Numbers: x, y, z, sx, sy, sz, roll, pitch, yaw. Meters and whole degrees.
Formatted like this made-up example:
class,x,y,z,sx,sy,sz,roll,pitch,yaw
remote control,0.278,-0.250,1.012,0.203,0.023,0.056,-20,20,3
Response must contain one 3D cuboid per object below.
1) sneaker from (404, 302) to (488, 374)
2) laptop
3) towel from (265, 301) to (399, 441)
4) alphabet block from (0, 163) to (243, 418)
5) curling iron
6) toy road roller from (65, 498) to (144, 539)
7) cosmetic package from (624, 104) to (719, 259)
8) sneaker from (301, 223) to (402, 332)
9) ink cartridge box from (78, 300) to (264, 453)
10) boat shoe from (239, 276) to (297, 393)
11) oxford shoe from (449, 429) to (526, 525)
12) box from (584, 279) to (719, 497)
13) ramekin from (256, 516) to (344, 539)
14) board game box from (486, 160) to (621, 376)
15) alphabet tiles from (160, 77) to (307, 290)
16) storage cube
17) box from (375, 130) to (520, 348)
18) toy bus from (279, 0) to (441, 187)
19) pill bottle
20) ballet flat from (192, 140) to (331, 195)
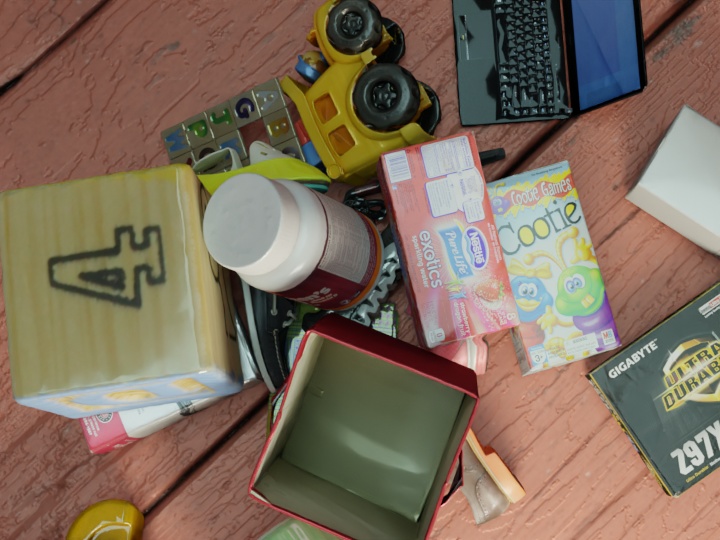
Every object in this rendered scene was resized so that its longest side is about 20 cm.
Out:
class,x,y,z,sx,sy,sz,roll,pitch,yaw
sneaker,0.087,0.017,1.363,0.085,0.074,0.203,-9,82,3
laptop,0.204,-0.264,1.380,0.197,0.103,0.180,-3,82,3
towel,-0.031,0.134,1.380,0.141,0.023,0.203,3,82,4
alphabet block,-0.232,0.027,1.235,0.193,0.195,0.203,-8,78,1
curling iron,0.071,-0.099,1.405,0.198,0.026,0.050,-23,109,-6
toy road roller,-0.302,0.318,1.324,0.197,0.123,0.148,5,69,2
cosmetic package,0.401,-0.076,1.353,0.199,0.085,0.108,35,85,8
sneaker,0.000,0.000,1.357,0.090,0.067,0.202,28,80,7
ink cartridge box,-0.221,0.092,1.363,0.198,0.084,0.146,-24,81,0
boat shoe,-0.097,0.029,1.341,0.059,0.074,0.203,-13,95,-3
oxford shoe,0.089,0.184,1.343,0.073,0.071,0.201,-40,83,1
box,0.369,0.122,1.347,0.199,0.049,0.161,-33,84,-2
ramekin,-0.068,0.321,1.272,0.199,0.200,0.098,-38,75,-3
board game box,0.198,0.000,1.344,0.102,0.105,0.203,-16,83,0
alphabet tiles,-0.125,-0.088,1.381,0.165,0.008,0.203,-20,90,27
storage cube,0.010,0.158,1.228,0.197,0.180,0.173,21,95,3
box,0.088,-0.030,1.280,0.101,0.095,0.203,-15,88,-3
toy bus,-0.024,-0.188,1.380,0.190,0.135,0.202,-29,81,16
pill bottle,-0.064,-0.028,1.236,0.108,0.199,0.111,-6,77,27
ballet flat,-0.123,-0.102,1.341,0.198,0.067,0.068,-10,78,28
